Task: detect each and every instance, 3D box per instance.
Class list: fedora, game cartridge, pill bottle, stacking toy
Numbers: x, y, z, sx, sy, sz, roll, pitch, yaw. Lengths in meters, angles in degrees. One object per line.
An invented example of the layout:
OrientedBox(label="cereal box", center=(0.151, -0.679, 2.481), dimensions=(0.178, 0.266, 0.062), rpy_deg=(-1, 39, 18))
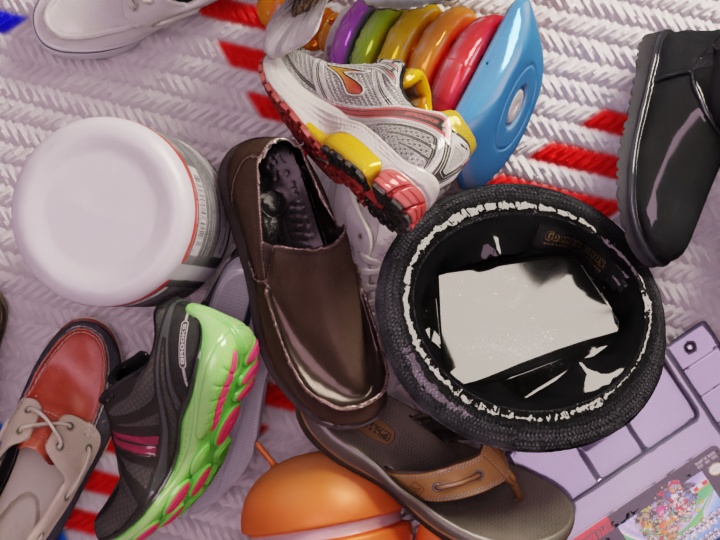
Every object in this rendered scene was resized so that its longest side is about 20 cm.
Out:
OrientedBox(label="fedora", center=(0.096, 0.041, 1.312), dimensions=(0.199, 0.092, 0.202), rpy_deg=(6, 66, -15))
OrientedBox(label="game cartridge", center=(0.183, 0.142, 1.347), dimensions=(0.199, 0.038, 0.130), rpy_deg=(-34, 81, 5))
OrientedBox(label="pill bottle", center=(-0.146, -0.034, 1.305), dimensions=(0.115, 0.200, 0.117), rpy_deg=(0, 88, 6))
OrientedBox(label="stacking toy", center=(0.017, -0.144, 1.348), dimensions=(0.199, 0.110, 0.117), rpy_deg=(23, 76, 18))

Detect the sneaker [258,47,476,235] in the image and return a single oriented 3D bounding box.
OrientedBox(label="sneaker", center=(0.005, -0.096, 1.271), dimensions=(0.082, 0.078, 0.200), rpy_deg=(-41, 43, -7))

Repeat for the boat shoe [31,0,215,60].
OrientedBox(label="boat shoe", center=(-0.136, -0.199, 1.376), dimensions=(0.198, 0.066, 0.073), rpy_deg=(-15, 87, 6))

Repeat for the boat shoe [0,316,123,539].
OrientedBox(label="boat shoe", center=(-0.219, 0.127, 1.379), dimensions=(0.071, 0.063, 0.201), rpy_deg=(23, 90, 9))

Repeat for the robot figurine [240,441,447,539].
OrientedBox(label="robot figurine", center=(-0.015, 0.206, 1.327), dimensions=(0.116, 0.144, 0.202), rpy_deg=(-8, 87, -33))

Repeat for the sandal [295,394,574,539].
OrientedBox(label="sandal", center=(0.053, 0.118, 1.295), dimensions=(0.199, 0.082, 0.055), rpy_deg=(34, 134, 0))

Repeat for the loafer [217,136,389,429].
OrientedBox(label="loafer", center=(-0.037, 0.005, 1.266), dimensions=(0.073, 0.071, 0.201), rpy_deg=(-22, 82, -20))

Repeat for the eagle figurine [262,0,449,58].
OrientedBox(label="eagle figurine", center=(0.018, -0.226, 1.288), dimensions=(0.198, 0.151, 0.153), rpy_deg=(-2, 67, -20))

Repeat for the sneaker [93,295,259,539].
OrientedBox(label="sneaker", center=(-0.130, 0.099, 1.309), dimensions=(0.084, 0.077, 0.201), rpy_deg=(36, 119, 18))

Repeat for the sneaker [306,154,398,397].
OrientedBox(label="sneaker", center=(0.000, 0.000, 1.334), dimensions=(0.074, 0.099, 0.202), rpy_deg=(-2, 89, -25))

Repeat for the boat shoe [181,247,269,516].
OrientedBox(label="boat shoe", center=(-0.091, 0.073, 1.364), dimensions=(0.072, 0.071, 0.201), rpy_deg=(22, 111, -6))

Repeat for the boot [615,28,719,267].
OrientedBox(label="boot", center=(0.263, -0.092, 1.264), dimensions=(0.199, 0.065, 0.166), rpy_deg=(-7, 71, 38))

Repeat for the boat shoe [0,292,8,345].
OrientedBox(label="boat shoe", center=(-0.295, 0.104, 1.385), dimensions=(0.074, 0.068, 0.202), rpy_deg=(9, 90, 7))
